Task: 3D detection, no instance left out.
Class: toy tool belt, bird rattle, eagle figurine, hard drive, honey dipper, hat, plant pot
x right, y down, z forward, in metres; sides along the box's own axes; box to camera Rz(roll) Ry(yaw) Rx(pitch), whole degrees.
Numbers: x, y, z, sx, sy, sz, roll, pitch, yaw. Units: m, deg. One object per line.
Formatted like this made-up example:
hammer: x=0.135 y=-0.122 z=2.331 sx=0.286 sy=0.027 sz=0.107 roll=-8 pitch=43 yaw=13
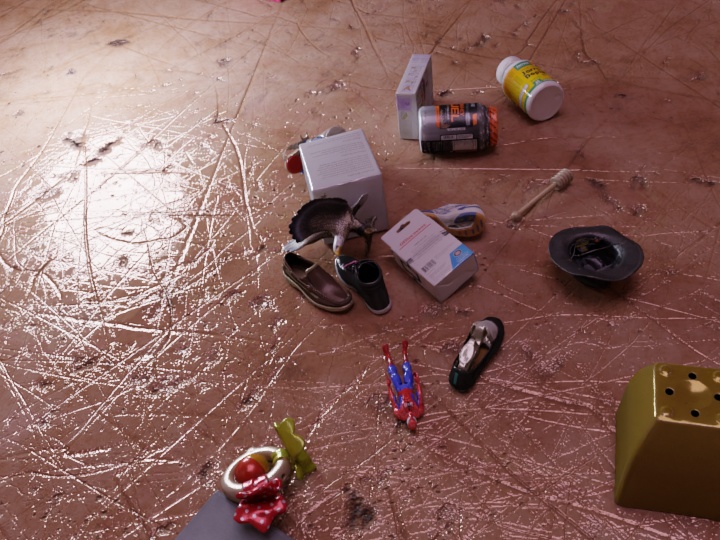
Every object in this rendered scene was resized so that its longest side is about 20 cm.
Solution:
toy tool belt: x=-0.122 y=-0.300 z=2.043 sx=0.199 sy=0.126 sz=0.123 roll=-26 pitch=15 yaw=-21
bird rattle: x=-0.171 y=0.364 z=1.369 sx=0.162 sy=0.113 sz=0.200 roll=-8 pitch=32 yaw=36
eagle figurine: x=-0.065 y=-0.094 z=1.727 sx=0.198 sy=0.153 sz=0.151 roll=8 pitch=24 yaw=-6
hard drive: x=-0.209 y=0.472 z=1.306 sx=0.199 sy=0.033 sz=0.140 roll=22 pitch=52 yaw=28
honey dipper: x=0.429 y=-0.176 z=1.859 sx=0.200 sy=0.038 sz=0.038 roll=-38 pitch=50 yaw=-23
hat: x=0.490 y=-0.012 z=1.648 sx=0.199 sy=0.081 sz=0.201 roll=-4 pitch=36 yaw=3
plant pot: x=0.524 y=0.259 z=1.275 sx=0.194 sy=0.201 sz=0.195 roll=4 pitch=45 yaw=15

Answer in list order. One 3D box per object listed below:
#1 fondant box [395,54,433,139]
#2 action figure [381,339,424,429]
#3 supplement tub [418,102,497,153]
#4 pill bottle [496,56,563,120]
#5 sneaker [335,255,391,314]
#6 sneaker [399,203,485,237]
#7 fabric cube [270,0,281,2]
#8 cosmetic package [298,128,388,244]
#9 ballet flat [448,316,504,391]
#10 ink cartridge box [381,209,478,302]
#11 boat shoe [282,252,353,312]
fondant box: x=0.150 y=-0.474 z=2.133 sx=0.058 sy=0.145 sz=0.201 roll=6 pitch=46 yaw=15
action figure: x=0.082 y=0.220 z=1.505 sx=0.065 sy=0.052 sz=0.201 roll=-8 pitch=46 yaw=-4
supplement tub: x=0.251 y=-0.367 z=2.021 sx=0.198 sy=0.123 sz=0.123 roll=-2 pitch=44 yaw=7
pill bottle: x=0.454 y=-0.502 z=2.131 sx=0.112 sy=0.113 sz=0.200 roll=-20 pitch=44 yaw=-11
sneaker: x=0.000 y=0.000 z=1.706 sx=0.070 sy=0.100 sz=0.200 roll=-27 pitch=45 yaw=-15
sneaker: x=0.190 y=-0.114 z=1.824 sx=0.198 sy=0.076 sz=0.088 roll=-1 pitch=27 yaw=6
fabric cube: x=-0.328 y=-1.121 z=2.843 sx=0.195 sy=0.201 sz=0.200 roll=20 pitch=51 yaw=26
cosmetic package: x=-0.041 y=-0.202 z=1.872 sx=0.166 sy=0.167 sz=0.201 roll=-14 pitch=43 yaw=-4
ballet flat: x=0.232 y=0.148 z=1.535 sx=0.067 sy=0.069 sz=0.200 roll=15 pitch=49 yaw=24
ink cartridge box: x=0.150 y=-0.037 z=1.724 sx=0.116 sy=0.068 sz=0.200 roll=-39 pitch=50 yaw=-9
boat shoe: x=-0.101 y=0.022 z=1.718 sx=0.201 sy=0.075 sz=0.075 roll=27 pitch=54 yaw=32
